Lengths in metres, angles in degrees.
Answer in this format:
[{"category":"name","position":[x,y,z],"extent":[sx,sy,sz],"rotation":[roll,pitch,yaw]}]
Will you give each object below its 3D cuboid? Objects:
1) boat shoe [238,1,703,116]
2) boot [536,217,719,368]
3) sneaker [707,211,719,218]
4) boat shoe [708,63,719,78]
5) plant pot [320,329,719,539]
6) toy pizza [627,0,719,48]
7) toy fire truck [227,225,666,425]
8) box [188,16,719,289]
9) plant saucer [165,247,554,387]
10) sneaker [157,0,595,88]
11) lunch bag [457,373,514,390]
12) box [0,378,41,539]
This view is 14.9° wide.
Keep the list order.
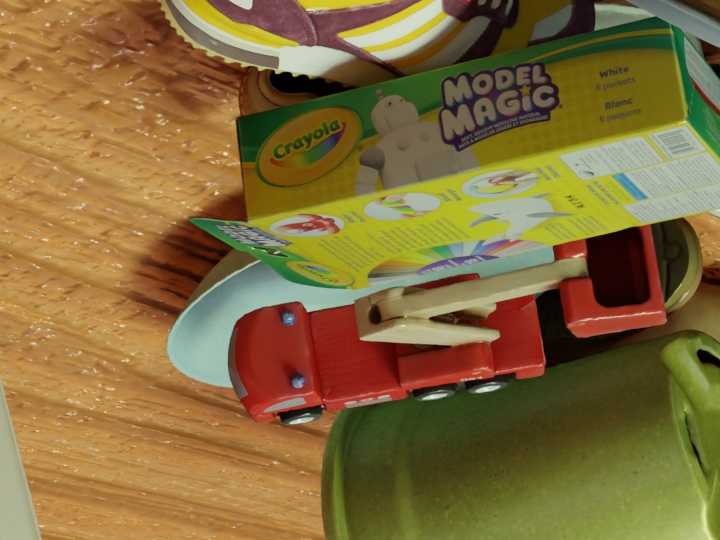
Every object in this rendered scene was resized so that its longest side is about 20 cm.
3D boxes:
[{"category":"boat shoe","position":[0.049,-0.075,1.123],"extent":[0.198,0.075,0.068],"rotation":[-12,164,-7]},{"category":"boot","position":[0.163,0.018,1.450],"extent":[0.199,0.067,0.174],"rotation":[8,161,-44]},{"category":"sneaker","position":[0.234,-0.089,1.248],"extent":[0.198,0.071,0.094],"rotation":[-16,141,8]},{"category":"boat shoe","position":[0.097,-0.068,1.193],"extent":[0.198,0.072,0.068],"rotation":[3,121,-9]},{"category":"plant pot","position":[0.112,0.123,1.367],"extent":[0.183,0.202,0.200],"rotation":[-24,157,27]},{"category":"toy pizza","position":[0.150,-0.103,1.022],"extent":[0.199,0.200,0.032],"rotation":[10,109,-47]},{"category":"toy fire truck","position":[0.034,0.024,1.233],"extent":[0.198,0.049,0.141],"rotation":[-9,168,2]},{"category":"box","position":[0.041,-0.039,1.054],"extent":[0.199,0.049,0.117],"rotation":[-14,162,17]},{"category":"plant saucer","position":[0.000,0.000,1.322],"extent":[0.199,0.039,0.201],"rotation":[-13,158,-5]},{"category":"sneaker","position":[0.025,-0.110,1.020],"extent":[0.199,0.076,0.090],"rotation":[1,159,-37]},{"category":"lunch bag","position":[0.137,0.152,1.565],"extent":[0.163,0.201,0.117],"rotation":[5,151,-43]},{"category":"box","position":[-0.265,0.108,1.183],"extent":[0.170,0.201,0.199],"rotation":[1,152,-40]}]
